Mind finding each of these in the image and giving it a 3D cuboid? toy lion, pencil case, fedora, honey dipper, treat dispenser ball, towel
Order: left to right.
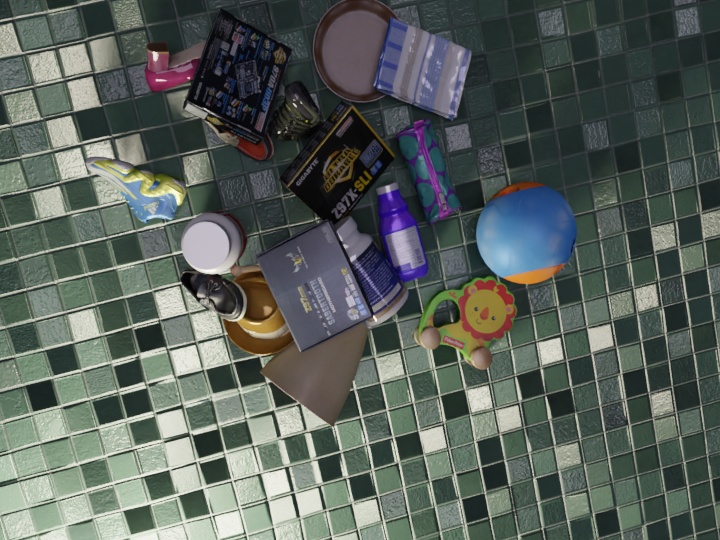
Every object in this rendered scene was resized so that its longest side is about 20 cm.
[{"bbox_3d":[-0.200,0.066,1.167,0.195,0.082,0.206,-5,68,13],"label":"fedora"},{"bbox_3d":[-0.163,-0.012,1.166,0.196,0.038,0.039,-6,98,-29],"label":"honey dipper"},{"bbox_3d":[0.130,-0.409,1.195,0.196,0.024,0.151,14,94,-21],"label":"towel"},{"bbox_3d":[0.142,-0.204,1.208,0.083,0.092,0.204,-23,98,-3],"label":"pencil case"},{"bbox_3d":[0.236,0.100,1.274,0.196,0.069,0.196,20,87,-8],"label":"toy lion"},{"bbox_3d":[0.334,-0.076,1.187,0.195,0.201,0.207,-1,97,-6],"label":"treat dispenser ball"}]

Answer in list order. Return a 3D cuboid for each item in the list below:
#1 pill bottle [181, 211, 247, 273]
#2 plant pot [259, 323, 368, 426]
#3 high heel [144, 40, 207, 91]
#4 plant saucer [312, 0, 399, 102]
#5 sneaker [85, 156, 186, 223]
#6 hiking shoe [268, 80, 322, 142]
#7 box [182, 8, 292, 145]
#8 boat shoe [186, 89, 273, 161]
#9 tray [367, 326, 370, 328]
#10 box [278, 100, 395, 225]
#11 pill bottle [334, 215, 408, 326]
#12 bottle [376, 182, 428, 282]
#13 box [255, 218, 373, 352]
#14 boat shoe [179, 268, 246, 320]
[{"bbox_3d":[-0.280,-0.055,1.126,0.109,0.200,0.116,-1,97,-5],"label":"pill bottle"},{"bbox_3d":[-0.074,0.178,1.201,0.186,0.187,0.202,37,78,-9],"label":"plant pot"},{"bbox_3d":[-0.326,-0.400,1.169,0.195,0.097,0.069,-1,54,-18],"label":"high heel"},{"bbox_3d":[0.000,-0.446,1.195,0.195,0.032,0.206,-1,96,-7],"label":"plant saucer"},{"bbox_3d":[-0.450,-0.155,1.159,0.195,0.076,0.108,16,96,-8],"label":"sneaker"},{"bbox_3d":[-0.128,-0.287,1.115,0.099,0.200,0.077,-33,84,0],"label":"hiking shoe"},{"bbox_3d":[-0.232,-0.369,1.122,0.156,0.046,0.205,21,76,-25],"label":"box"},{"bbox_3d":[-0.258,-0.289,1.162,0.200,0.063,0.071,44,114,-8],"label":"boat shoe"},{"bbox_3d":[-0.005,0.013,1.253,0.107,0.022,0.201,-37,99,-1],"label":"tray"},{"bbox_3d":[-0.044,-0.206,1.172,0.201,0.049,0.159,-50,134,1],"label":"box"},{"bbox_3d":[0.000,0.000,1.177,0.115,0.116,0.202,-36,103,-1],"label":"pill bottle"},{"bbox_3d":[0.081,-0.080,1.229,0.082,0.065,0.205,-18,98,-5],"label":"bottle"},{"bbox_3d":[-0.084,0.028,1.097,0.155,0.051,0.204,-24,93,6],"label":"box"},{"bbox_3d":[-0.292,0.040,1.138,0.065,0.198,0.076,15,104,-45],"label":"boat shoe"}]
